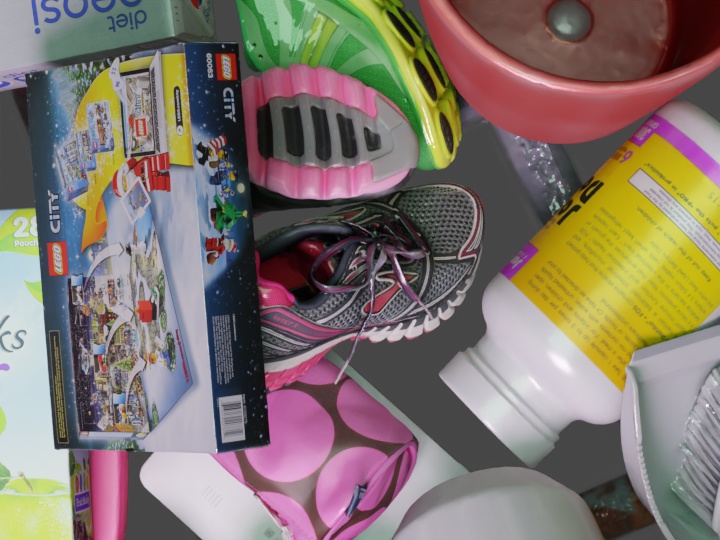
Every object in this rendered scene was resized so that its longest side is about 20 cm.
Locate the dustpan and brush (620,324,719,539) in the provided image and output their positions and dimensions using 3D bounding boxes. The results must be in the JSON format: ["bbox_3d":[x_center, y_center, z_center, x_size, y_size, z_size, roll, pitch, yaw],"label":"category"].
[{"bbox_3d":[0.197,0.129,1.183,0.139,0.057,0.201,-14,124,-32],"label":"dustpan and brush"}]

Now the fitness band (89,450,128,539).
[{"bbox_3d":[-0.203,0.110,1.234,0.143,0.037,0.201,-1,89,4],"label":"fitness band"}]

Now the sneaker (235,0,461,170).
[{"bbox_3d":[-0.018,-0.130,1.220,0.084,0.074,0.200,-43,83,19],"label":"sneaker"}]

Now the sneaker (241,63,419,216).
[{"bbox_3d":[-0.061,-0.059,1.201,0.199,0.095,0.079,0,69,14],"label":"sneaker"}]

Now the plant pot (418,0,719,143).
[{"bbox_3d":[0.115,-0.158,1.138,0.199,0.177,0.202,1,76,-2],"label":"plant pot"}]

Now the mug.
[{"bbox_3d":[0.084,0.197,1.138,0.149,0.187,0.154,-20,57,6],"label":"mug"}]

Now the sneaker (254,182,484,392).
[{"bbox_3d":[0.000,0.000,1.164,0.200,0.075,0.081,-29,68,-40],"label":"sneaker"}]

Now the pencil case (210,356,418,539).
[{"bbox_3d":[-0.066,0.067,1.187,0.200,0.091,0.094,41,82,14],"label":"pencil case"}]

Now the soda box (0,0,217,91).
[{"bbox_3d":[-0.183,-0.141,1.206,0.199,0.063,0.069,-8,87,19],"label":"soda box"}]

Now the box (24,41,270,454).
[{"bbox_3d":[-0.110,-0.009,1.107,0.136,0.038,0.201,-3,92,47],"label":"box"}]

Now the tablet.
[{"bbox_3d":[-0.013,0.134,1.231,0.200,0.014,0.130,42,91,4],"label":"tablet"}]

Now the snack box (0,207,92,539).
[{"bbox_3d":[-0.237,0.070,1.188,0.168,0.068,0.201,-4,86,2],"label":"snack box"}]

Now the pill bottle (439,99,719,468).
[{"bbox_3d":[0.137,0.011,1.178,0.104,0.104,0.200,45,91,5],"label":"pill bottle"}]
